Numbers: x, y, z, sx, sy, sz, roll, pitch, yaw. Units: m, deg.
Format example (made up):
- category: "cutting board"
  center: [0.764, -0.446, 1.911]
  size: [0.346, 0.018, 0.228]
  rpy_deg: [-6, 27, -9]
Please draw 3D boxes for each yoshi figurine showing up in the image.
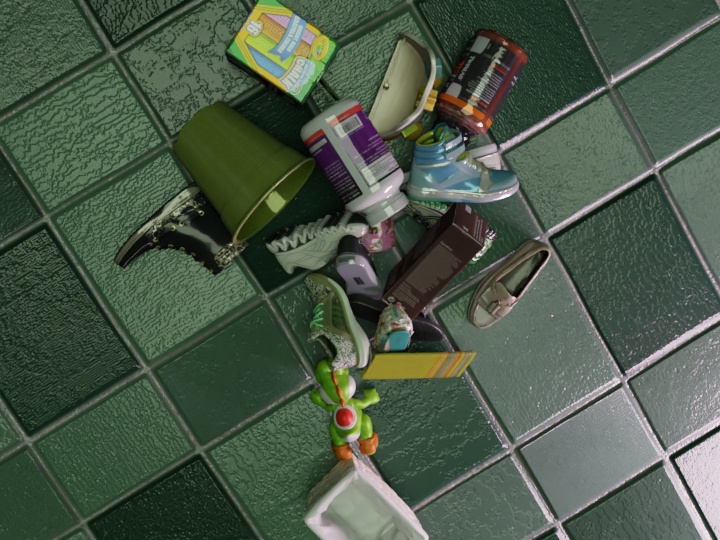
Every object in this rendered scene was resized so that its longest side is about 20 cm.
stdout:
- category: "yoshi figurine"
  center: [-0.033, 0.236, 1.562]
  size: [0.112, 0.112, 0.200]
  rpy_deg: [-32, 116, -38]

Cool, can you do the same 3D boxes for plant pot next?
- category: "plant pot"
  center: [-0.210, -0.180, 1.451]
  size: [0.190, 0.200, 0.200]
  rpy_deg: [44, 91, 4]

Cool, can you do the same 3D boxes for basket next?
- category: "basket"
  center: [0.006, 0.452, 1.565]
  size: [0.136, 0.123, 0.200]
  rpy_deg: [-44, 98, 1]

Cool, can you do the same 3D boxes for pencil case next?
- category: "pencil case"
  center: [0.010, -0.125, 1.519]
  size: [0.083, 0.086, 0.201]
  rpy_deg: [-19, 102, -47]

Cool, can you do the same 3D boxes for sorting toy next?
- category: "sorting toy"
  center: [0.088, -0.301, 1.456]
  size: [0.107, 0.180, 0.200]
  rpy_deg: [21, 94, -8]

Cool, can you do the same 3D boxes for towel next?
- category: "towel"
  center: [0.104, 0.168, 1.545]
  size: [0.199, 0.086, 0.018]
  rpy_deg: [1, 53, -21]

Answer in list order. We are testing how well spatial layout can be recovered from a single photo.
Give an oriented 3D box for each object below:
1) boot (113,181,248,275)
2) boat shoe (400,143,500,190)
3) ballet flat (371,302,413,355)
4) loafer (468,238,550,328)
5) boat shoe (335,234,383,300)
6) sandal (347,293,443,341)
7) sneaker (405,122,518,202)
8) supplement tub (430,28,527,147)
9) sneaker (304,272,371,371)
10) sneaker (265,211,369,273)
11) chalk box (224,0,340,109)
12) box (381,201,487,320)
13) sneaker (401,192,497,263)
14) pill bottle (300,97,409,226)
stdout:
- category: "boot"
  center: [-0.313, -0.038, 1.500]
  size: [0.204, 0.073, 0.154]
  rpy_deg: [-42, 102, 1]
- category: "boat shoe"
  center: [0.158, -0.168, 1.538]
  size: [0.200, 0.071, 0.070]
  rpy_deg: [-18, 96, -10]
- category: "ballet flat"
  center: [0.053, 0.122, 1.523]
  size: [0.075, 0.200, 0.064]
  rpy_deg: [-5, 60, -16]
- category: "loafer"
  center: [0.273, 0.025, 1.573]
  size: [0.072, 0.063, 0.200]
  rpy_deg: [39, 91, -10]
- category: "boat shoe"
  center: [0.000, 0.000, 1.491]
  size: [0.068, 0.200, 0.057]
  rpy_deg: [-4, 67, 9]
- category: "sandal"
  center: [0.068, 0.077, 1.553]
  size: [0.200, 0.075, 0.048]
  rpy_deg: [23, 60, -17]
- category: "sneaker"
  center: [0.179, -0.186, 1.457]
  size: [0.199, 0.080, 0.131]
  rpy_deg: [-4, 116, -12]
- category: "supplement tub"
  center: [0.201, -0.313, 1.504]
  size: [0.107, 0.107, 0.200]
  rpy_deg: [30, 92, -9]
- category: "sneaker"
  center: [-0.059, 0.091, 1.500]
  size: [0.088, 0.077, 0.200]
  rpy_deg: [-19, 65, -30]
- category: "sneaker"
  center: [-0.067, -0.048, 1.500]
  size: [0.200, 0.075, 0.081]
  rpy_deg: [-14, 110, 29]
- category: "chalk box"
  center: [-0.113, -0.359, 1.457]
  size: [0.200, 0.125, 0.124]
  rpy_deg: [32, 93, -10]
- category: "box"
  center: [0.129, -0.018, 1.488]
  size: [0.075, 0.100, 0.200]
  rpy_deg: [36, 121, -8]
- category: "sneaker"
  center: [0.145, -0.077, 1.540]
  size: [0.200, 0.078, 0.085]
  rpy_deg: [29, 94, -9]
- category: "pill bottle"
  center: [-0.005, -0.176, 1.415]
  size: [0.112, 0.112, 0.200]
  rpy_deg: [-33, 96, -1]
